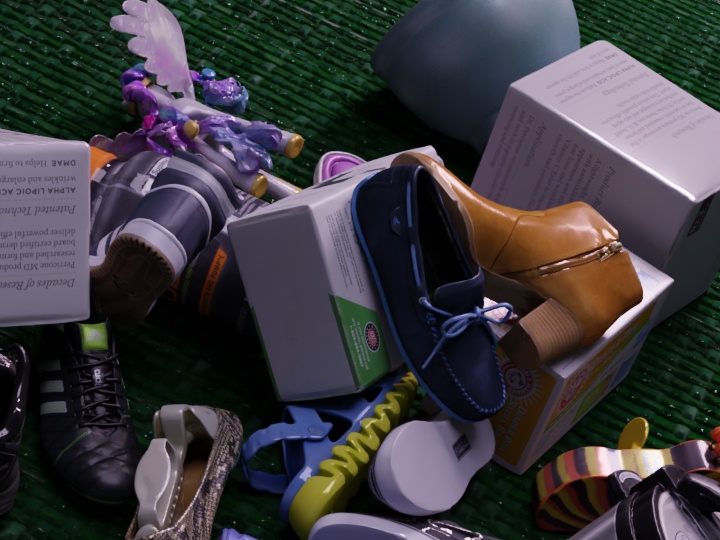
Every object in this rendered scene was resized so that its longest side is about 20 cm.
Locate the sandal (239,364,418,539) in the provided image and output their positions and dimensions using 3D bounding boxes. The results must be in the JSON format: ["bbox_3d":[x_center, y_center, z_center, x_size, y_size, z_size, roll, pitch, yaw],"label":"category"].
[{"bbox_3d":[-0.022,0.121,1.599,0.087,0.080,0.200,26,34,15],"label":"sandal"}]

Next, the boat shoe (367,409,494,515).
[{"bbox_3d":[0.044,0.143,1.576,0.200,0.057,0.069,-19,87,-67],"label":"boat shoe"}]

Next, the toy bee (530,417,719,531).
[{"bbox_3d":[0.236,0.159,1.644,0.200,0.109,0.131,-3,39,-29],"label":"toy bee"}]

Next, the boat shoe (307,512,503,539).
[{"bbox_3d":[0.058,0.206,1.529,0.200,0.070,0.066,15,29,-8],"label":"boat shoe"}]

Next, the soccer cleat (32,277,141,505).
[{"bbox_3d":[-0.200,0.085,1.553,0.067,0.081,0.200,2,39,-24],"label":"soccer cleat"}]

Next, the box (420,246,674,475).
[{"bbox_3d":[0.153,0.059,1.734,0.101,0.113,0.200,34,38,17],"label":"box"}]

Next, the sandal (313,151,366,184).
[{"bbox_3d":[-0.001,-0.047,1.855,0.082,0.050,0.203,3,38,-22],"label":"sandal"}]

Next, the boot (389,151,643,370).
[{"bbox_3d":[0.122,-0.028,1.647,0.144,0.071,0.201,-33,86,-41],"label":"boot"}]

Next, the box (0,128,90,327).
[{"bbox_3d":[-0.322,-0.034,1.544,0.200,0.131,0.199,-3,9,-30],"label":"box"}]

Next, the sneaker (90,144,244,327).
[{"bbox_3d":[-0.156,-0.027,1.622,0.070,0.200,0.109,40,65,-11],"label":"sneaker"}]

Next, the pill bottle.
[{"bbox_3d":[-0.143,-0.028,1.713,0.200,0.106,0.106,24,35,7],"label":"pill bottle"}]

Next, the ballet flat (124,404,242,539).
[{"bbox_3d":[-0.127,0.141,1.511,0.068,0.075,0.200,-14,32,18],"label":"ballet flat"}]

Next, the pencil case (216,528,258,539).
[{"bbox_3d":[-0.018,0.245,1.431,0.200,0.078,0.087,21,60,1],"label":"pencil case"}]

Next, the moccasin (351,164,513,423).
[{"bbox_3d":[0.057,0.018,1.568,0.080,0.068,0.200,-35,99,-49],"label":"moccasin"}]

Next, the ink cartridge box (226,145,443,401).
[{"bbox_3d":[0.000,0.000,1.651,0.083,0.147,0.200,-11,9,34],"label":"ink cartridge box"}]

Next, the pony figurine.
[{"bbox_3d":[-0.151,-0.125,1.829,0.200,0.167,0.193,28,3,17],"label":"pony figurine"}]

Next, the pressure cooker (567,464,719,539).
[{"bbox_3d":[0.197,0.235,1.402,0.176,0.200,0.179,44,23,-18],"label":"pressure cooker"}]

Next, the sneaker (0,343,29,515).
[{"bbox_3d":[-0.280,0.070,1.509,0.076,0.114,0.199,2,35,-25],"label":"sneaker"}]

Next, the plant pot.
[{"bbox_3d":[0.128,-0.193,2.016,0.200,0.200,0.134,-22,76,-44],"label":"plant pot"}]

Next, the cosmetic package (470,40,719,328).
[{"bbox_3d":[0.225,-0.072,1.900,0.200,0.165,0.165,36,37,20],"label":"cosmetic package"}]
